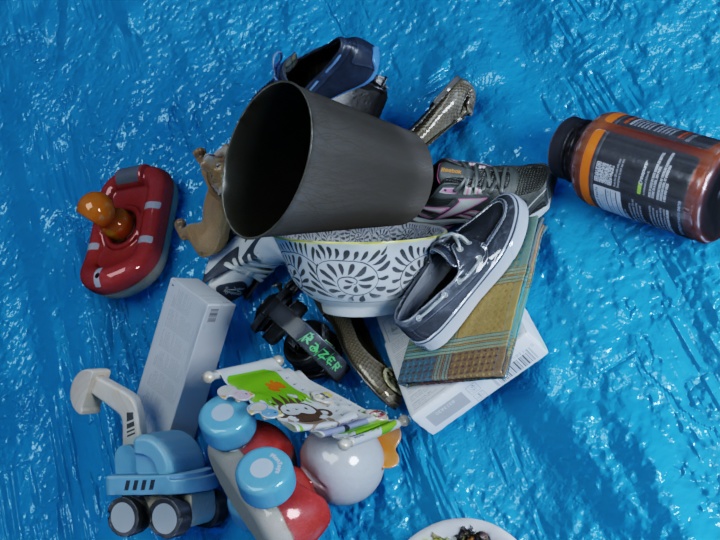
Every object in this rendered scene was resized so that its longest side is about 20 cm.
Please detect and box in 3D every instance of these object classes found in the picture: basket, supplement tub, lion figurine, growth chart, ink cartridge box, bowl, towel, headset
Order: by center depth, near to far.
[{"bbox_3d":[0.298,-0.106,1.245,0.200,0.107,0.107,25,83,39],"label":"supplement tub"},{"bbox_3d":[-0.062,0.144,1.290,0.200,0.145,0.018,24,110,25],"label":"growth chart"},{"bbox_3d":[0.123,0.036,1.299,0.147,0.022,0.200,-10,51,41],"label":"towel"},{"bbox_3d":[-0.028,-0.111,1.306,0.136,0.200,0.180,50,122,37],"label":"basket"},{"bbox_3d":[0.107,0.068,1.341,0.161,0.050,0.200,-38,34,13],"label":"ink cartridge box"},{"bbox_3d":[0.000,0.000,1.346,0.201,0.201,0.094,4,100,35],"label":"bowl"},{"bbox_3d":[-0.069,0.063,1.408,0.094,0.124,0.200,-48,25,-8],"label":"headset"},{"bbox_3d":[-0.178,-0.078,1.461,0.123,0.072,0.200,-119,32,-45],"label":"lion figurine"}]

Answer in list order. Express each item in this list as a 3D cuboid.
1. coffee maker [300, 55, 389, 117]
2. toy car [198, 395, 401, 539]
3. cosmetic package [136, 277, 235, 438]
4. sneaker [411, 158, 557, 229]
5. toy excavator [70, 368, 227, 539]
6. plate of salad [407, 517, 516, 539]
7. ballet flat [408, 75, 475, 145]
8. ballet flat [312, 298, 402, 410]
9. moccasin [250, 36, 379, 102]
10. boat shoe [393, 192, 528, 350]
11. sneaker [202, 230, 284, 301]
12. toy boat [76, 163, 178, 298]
[{"bbox_3d":[-0.059,-0.154,1.453,0.135,0.192,0.200,20,91,-2],"label":"coffee maker"},{"bbox_3d":[-0.052,0.213,1.316,0.200,0.184,0.177,-26,45,-18],"label":"toy car"},{"bbox_3d":[-0.224,0.116,1.479,0.083,0.051,0.200,31,109,37],"label":"cosmetic package"},{"bbox_3d":[0.126,-0.093,1.360,0.200,0.086,0.080,-9,57,30],"label":"sneaker"},{"bbox_3d":[-0.262,0.216,1.428,0.194,0.100,0.200,-6,84,29],"label":"toy excavator"},{"bbox_3d":[0.093,0.350,1.200,0.200,0.048,0.200,-15,60,28],"label":"plate of salad"},{"bbox_3d":[0.071,-0.151,1.445,0.046,0.067,0.200,41,91,-3],"label":"ballet flat"},{"bbox_3d":[0.003,0.082,1.382,0.046,0.067,0.200,-37,47,3],"label":"ballet flat"},{"bbox_3d":[-0.067,-0.228,1.363,0.200,0.068,0.081,-26,58,38],"label":"moccasin"},{"bbox_3d":[0.106,-0.010,1.281,0.200,0.068,0.072,-52,37,-5],"label":"boat shoe"},{"bbox_3d":[-0.136,-0.004,1.490,0.199,0.079,0.130,25,91,51],"label":"sneaker"},{"bbox_3d":[-0.340,-0.065,1.631,0.130,0.131,0.200,-8,64,31],"label":"toy boat"}]
